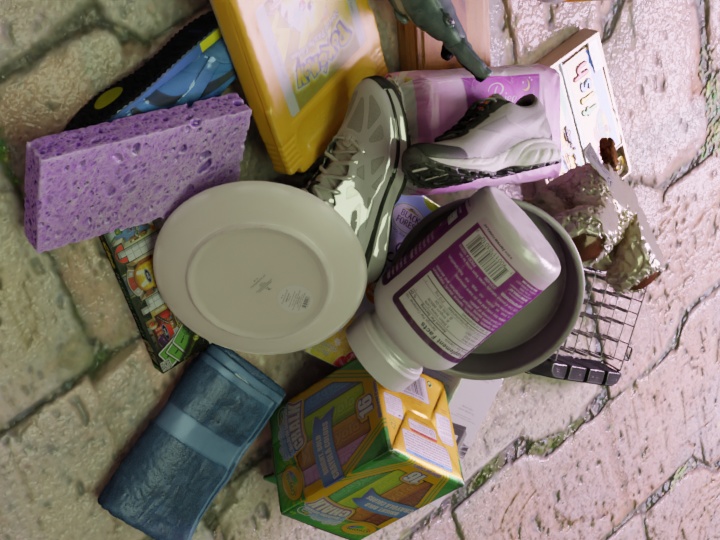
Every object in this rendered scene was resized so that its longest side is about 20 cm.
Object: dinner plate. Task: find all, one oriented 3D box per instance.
[{"bbox_3d":[-0.093,0.007,1.122,0.198,0.024,0.202,0,129,0],"label":"dinner plate"}]

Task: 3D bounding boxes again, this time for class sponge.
[{"bbox_3d":[-0.192,-0.085,1.057,0.199,0.030,0.112,-19,146,-32],"label":"sponge"}]

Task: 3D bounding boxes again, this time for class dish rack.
[{"bbox_3d":[0.292,0.047,1.525,0.152,0.054,0.202,11,98,-41],"label":"dish rack"}]

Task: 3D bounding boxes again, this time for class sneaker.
[{"bbox_3d":[-0.174,-0.145,1.081,0.200,0.066,0.079,-42,126,-19],"label":"sneaker"},{"bbox_3d":[-0.022,-0.080,1.136,0.115,0.075,0.203,-6,110,-38],"label":"sneaker"},{"bbox_3d":[0.108,-0.123,1.152,0.199,0.074,0.080,-15,94,-44],"label":"sneaker"}]

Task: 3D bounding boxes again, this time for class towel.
[{"bbox_3d":[-0.167,0.176,1.221,0.112,0.048,0.201,42,80,-39],"label":"towel"}]

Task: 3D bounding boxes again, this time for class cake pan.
[{"bbox_3d":[0.126,0.014,1.242,0.198,0.037,0.202,0,112,1],"label":"cake pan"}]

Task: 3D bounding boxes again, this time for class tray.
[{"bbox_3d":[0.090,-0.225,1.275,0.098,0.037,0.202,-20,117,-31],"label":"tray"}]

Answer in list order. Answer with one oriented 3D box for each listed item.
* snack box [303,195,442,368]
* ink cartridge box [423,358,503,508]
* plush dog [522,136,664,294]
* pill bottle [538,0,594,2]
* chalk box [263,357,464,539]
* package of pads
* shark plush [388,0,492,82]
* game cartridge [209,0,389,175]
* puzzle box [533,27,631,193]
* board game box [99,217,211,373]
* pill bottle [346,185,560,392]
[{"bbox_3d":[0.000,0.000,1.270,0.168,0.067,0.201,28,87,-40],"label":"snack box"},{"bbox_3d":[0.058,0.178,1.351,0.066,0.115,0.201,28,90,-42],"label":"ink cartridge box"},{"bbox_3d":[0.221,-0.050,1.366,0.199,0.171,0.162,18,58,-49],"label":"plush dog"},{"bbox_3d":[0.227,-0.340,1.288,0.199,0.111,0.112,-11,113,-35],"label":"pill bottle"},{"bbox_3d":[-0.013,0.194,1.271,0.199,0.125,0.124,-35,137,29],"label":"chalk box"},{"bbox_3d":[0.115,-0.145,1.242,0.199,0.075,0.122,-10,103,-38],"label":"package of pads"},{"bbox_3d":[0.052,-0.261,1.157,0.090,0.083,0.202,-24,95,-9],"label":"shark plush"},{"bbox_3d":[-0.048,-0.213,1.135,0.177,0.032,0.201,-50,137,-32],"label":"game cartridge"},{"bbox_3d":[0.246,-0.162,1.426,0.133,0.025,0.201,-37,126,-20],"label":"puzzle box"},{"bbox_3d":[-0.182,-0.010,1.156,0.104,0.023,0.201,-34,125,-25],"label":"board game box"},{"bbox_3d":[0.084,0.023,1.167,0.200,0.113,0.112,-41,132,17],"label":"pill bottle"}]
